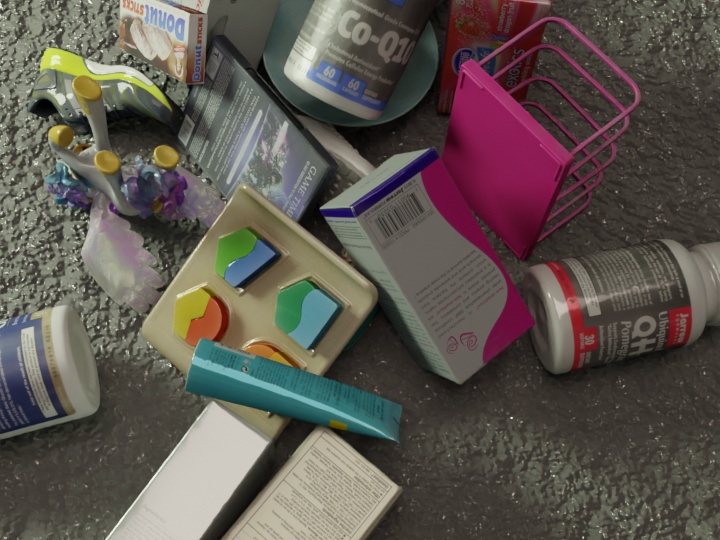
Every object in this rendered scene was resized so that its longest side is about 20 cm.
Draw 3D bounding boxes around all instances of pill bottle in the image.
[{"bbox_3d":[-0.363,0.110,0.888,0.199,0.111,0.112,-15,68,-6],"label":"pill bottle"},{"bbox_3d":[0.272,0.030,0.920,0.199,0.111,0.111,-12,67,-4],"label":"pill bottle"},{"bbox_3d":[0.013,-0.265,0.933,0.114,0.114,0.201,31,107,13],"label":"pill bottle"}]

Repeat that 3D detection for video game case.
[{"bbox_3d":[-0.116,-0.129,0.980,0.019,0.143,0.200,-23,65,-45],"label":"video game case"}]

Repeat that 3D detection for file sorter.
[{"bbox_3d":[0.181,-0.134,0.943,0.125,0.200,0.139,-36,71,-17],"label":"file sorter"}]

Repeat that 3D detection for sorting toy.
[{"bbox_3d":[-0.106,0.044,0.906,0.185,0.036,0.200,38,102,15],"label":"sorting toy"}]

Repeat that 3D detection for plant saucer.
[{"bbox_3d":[-0.012,-0.244,1.053,0.200,0.039,0.202,2,70,-5],"label":"plant saucer"}]

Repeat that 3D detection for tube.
[{"bbox_3d":[-0.058,0.112,0.847,0.199,0.078,0.051,16,112,-1],"label":"tube"}]

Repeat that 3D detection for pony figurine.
[{"bbox_3d":[-0.239,-0.081,0.946,0.193,0.200,0.167,40,65,-1],"label":"pony figurine"}]

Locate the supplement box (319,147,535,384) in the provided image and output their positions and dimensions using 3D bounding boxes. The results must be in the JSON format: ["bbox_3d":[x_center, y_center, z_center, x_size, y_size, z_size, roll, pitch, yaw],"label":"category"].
[{"bbox_3d":[0.064,-0.004,0.893,0.101,0.103,0.200,-36,104,-15],"label":"supplement box"}]

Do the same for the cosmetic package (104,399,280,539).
[{"bbox_3d":[-0.161,0.227,0.844,0.071,0.102,0.200,32,72,12],"label":"cosmetic package"}]

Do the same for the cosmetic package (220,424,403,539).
[{"bbox_3d":[-0.062,0.251,0.840,0.103,0.087,0.200,39,71,14],"label":"cosmetic package"}]

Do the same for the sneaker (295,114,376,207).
[{"bbox_3d":[-0.041,-0.124,0.990,0.200,0.077,0.080,30,45,28],"label":"sneaker"}]

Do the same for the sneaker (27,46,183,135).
[{"bbox_3d":[-0.286,-0.185,1.034,0.199,0.074,0.081,18,79,25],"label":"sneaker"}]

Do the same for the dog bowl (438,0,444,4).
[{"bbox_3d":[0.027,-0.371,1.065,0.199,0.059,0.201,12,41,-11],"label":"dog bowl"}]

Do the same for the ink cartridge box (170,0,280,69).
[{"bbox_3d":[-0.168,-0.327,1.029,0.083,0.145,0.200,-6,54,-30],"label":"ink cartridge box"}]

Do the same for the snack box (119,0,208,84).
[{"bbox_3d":[-0.219,-0.260,1.014,0.024,0.072,0.200,-6,25,-33],"label":"snack box"}]

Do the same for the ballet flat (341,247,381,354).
[{"bbox_3d":[0.000,0.000,0.967,0.064,0.076,0.200,12,59,39],"label":"ballet flat"}]

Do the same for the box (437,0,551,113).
[{"bbox_3d":[0.141,-0.257,0.993,0.099,0.200,0.096,7,64,3],"label":"box"}]
